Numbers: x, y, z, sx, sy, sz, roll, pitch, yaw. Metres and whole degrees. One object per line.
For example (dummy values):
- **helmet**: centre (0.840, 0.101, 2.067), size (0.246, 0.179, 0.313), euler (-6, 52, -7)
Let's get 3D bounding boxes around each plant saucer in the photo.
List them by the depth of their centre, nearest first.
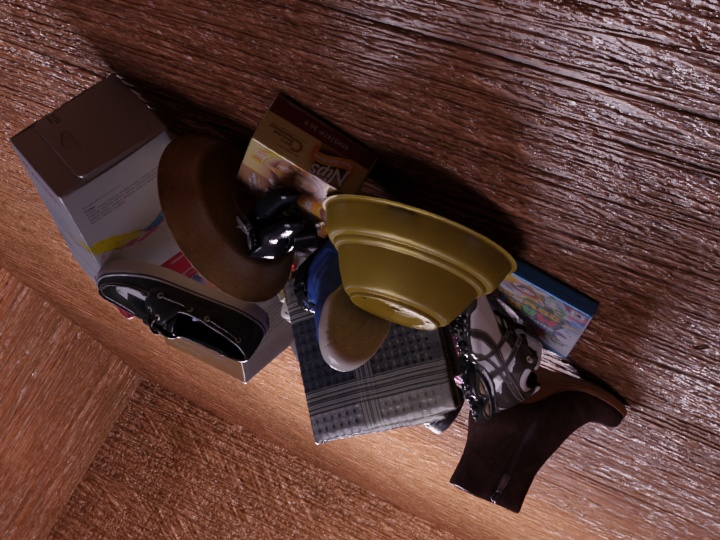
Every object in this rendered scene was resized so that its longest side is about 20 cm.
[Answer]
- **plant saucer**: centre (-0.132, -0.064, 1.677), size (0.035, 0.201, 0.200), euler (-28, 128, 32)

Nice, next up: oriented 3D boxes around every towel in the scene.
- **towel**: centre (0.014, 0.079, 1.699), size (0.199, 0.194, 0.034), euler (-16, 172, 34)

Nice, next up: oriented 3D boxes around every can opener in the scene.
- **can opener**: centre (-0.081, -0.054, 1.563), size (0.200, 0.078, 0.064), euler (128, 125, -79)

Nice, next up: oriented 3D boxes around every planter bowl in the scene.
- **planter bowl**: centre (0.045, 0.004, 1.506), size (0.199, 0.084, 0.200), euler (18, 168, 4)

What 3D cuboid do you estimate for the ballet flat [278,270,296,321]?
- **ballet flat**: centre (-0.068, 0.024, 1.843), size (0.070, 0.066, 0.201), euler (21, -153, -26)

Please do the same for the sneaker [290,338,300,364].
- **sneaker**: centre (-0.003, 0.097, 1.838), size (0.200, 0.079, 0.079), euler (22, -149, -57)

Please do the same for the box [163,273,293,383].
- **box**: centre (-0.181, 0.016, 1.999), size (0.151, 0.106, 0.201), euler (22, 136, 35)

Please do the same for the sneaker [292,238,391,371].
- **sneaker**: centre (-0.023, 0.036, 1.615), size (0.076, 0.201, 0.111), euler (26, 139, -22)

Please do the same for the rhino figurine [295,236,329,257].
- **rhino figurine**: centre (0.000, 0.000, 1.778), size (0.200, 0.087, 0.060), euler (39, -154, -27)

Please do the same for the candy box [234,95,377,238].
- **candy box**: centre (-0.058, -0.100, 1.576), size (0.115, 0.056, 0.200), euler (32, 168, -3)

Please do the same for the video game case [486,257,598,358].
- **video game case**: centre (0.168, 0.031, 1.633), size (0.142, 0.018, 0.200), euler (29, 167, 7)

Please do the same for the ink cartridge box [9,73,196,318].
- **ink cartridge box**: centre (-0.271, -0.084, 1.755), size (0.145, 0.144, 0.201), euler (43, 162, 42)

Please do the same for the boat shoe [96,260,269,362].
- **boat shoe**: centre (-0.196, 0.044, 1.672), size (0.198, 0.057, 0.069), euler (16, 142, 10)

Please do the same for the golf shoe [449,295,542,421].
- **golf shoe**: centre (0.143, 0.069, 1.662), size (0.078, 0.094, 0.201), euler (-106, 1, -46)

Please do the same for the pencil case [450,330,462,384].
- **pencil case**: centre (0.106, 0.082, 1.779), size (0.200, 0.087, 0.083), euler (35, -168, -46)

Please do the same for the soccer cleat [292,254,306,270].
- **soccer cleat**: centre (-0.126, -0.078, 1.799), size (0.200, 0.069, 0.078), euler (44, -162, -14)

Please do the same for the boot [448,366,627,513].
- **boot**: centre (0.202, 0.196, 1.789), size (0.199, 0.168, 0.072), euler (21, 174, -25)

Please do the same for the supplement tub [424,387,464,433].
- **supplement tub**: centre (0.045, 0.140, 2.124), size (0.199, 0.107, 0.107), euler (33, 167, -12)
